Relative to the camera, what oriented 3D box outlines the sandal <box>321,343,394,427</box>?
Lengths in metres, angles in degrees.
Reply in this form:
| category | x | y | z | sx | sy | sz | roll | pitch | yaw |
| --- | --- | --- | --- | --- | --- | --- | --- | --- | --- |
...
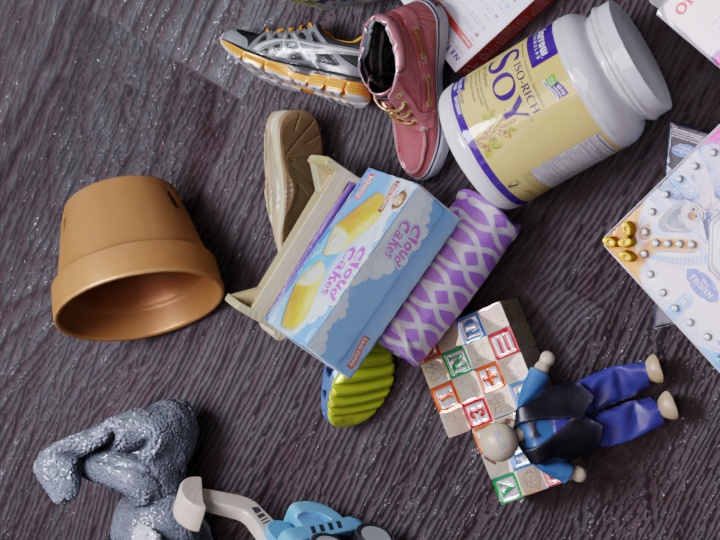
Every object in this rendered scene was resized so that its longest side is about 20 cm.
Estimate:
| category | x | y | z | sx | sy | sz | roll | pitch | yaw |
| --- | --- | --- | --- | --- | --- | --- | --- | --- | --- |
| sandal | -0.006 | 0.080 | 1.500 | 0.087 | 0.079 | 0.201 | 37 | 117 | 53 |

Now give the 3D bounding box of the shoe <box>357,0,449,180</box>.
| category | x | y | z | sx | sy | sz | roll | pitch | yaw |
| --- | --- | --- | --- | --- | --- | --- | --- | --- | --- |
| shoe | 0.043 | -0.184 | 1.412 | 0.071 | 0.091 | 0.201 | 23 | 124 | 38 |

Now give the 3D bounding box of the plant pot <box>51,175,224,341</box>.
| category | x | y | z | sx | sy | sz | roll | pitch | yaw |
| --- | --- | --- | --- | --- | --- | --- | --- | --- | --- |
| plant pot | -0.270 | -0.018 | 1.560 | 0.199 | 0.200 | 0.141 | -26 | 66 | 25 |

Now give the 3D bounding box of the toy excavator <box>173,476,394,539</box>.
| category | x | y | z | sx | sy | sz | roll | pitch | yaw |
| --- | --- | --- | --- | --- | --- | --- | --- | --- | --- |
| toy excavator | -0.091 | 0.302 | 1.503 | 0.200 | 0.194 | 0.100 | 41 | 122 | 42 |

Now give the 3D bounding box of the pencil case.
| category | x | y | z | sx | sy | sz | roll | pitch | yaw |
| --- | --- | --- | --- | --- | --- | --- | --- | --- | --- |
| pencil case | 0.082 | 0.005 | 1.404 | 0.200 | 0.084 | 0.085 | -52 | 35 | -7 |

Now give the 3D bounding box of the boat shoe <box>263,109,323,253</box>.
| category | x | y | z | sx | sy | sz | roll | pitch | yaw |
| --- | --- | --- | --- | --- | --- | --- | --- | --- | --- |
| boat shoe | -0.075 | -0.084 | 1.525 | 0.064 | 0.071 | 0.201 | 13 | 107 | 60 |

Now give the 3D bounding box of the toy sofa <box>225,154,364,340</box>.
| category | x | y | z | sx | sy | sz | roll | pitch | yaw |
| --- | --- | --- | --- | --- | --- | --- | --- | --- | --- |
| toy sofa | -0.055 | -0.021 | 1.455 | 0.097 | 0.083 | 0.201 | 32 | 87 | -16 |

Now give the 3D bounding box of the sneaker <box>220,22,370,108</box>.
| category | x | y | z | sx | sy | sz | roll | pitch | yaw |
| --- | --- | --- | --- | --- | --- | --- | --- | --- | --- |
| sneaker | -0.067 | -0.245 | 1.506 | 0.199 | 0.078 | 0.078 | 20 | 88 | 20 |

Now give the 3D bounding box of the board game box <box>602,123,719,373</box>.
| category | x | y | z | sx | sy | sz | roll | pitch | yaw |
| --- | --- | --- | --- | --- | --- | --- | --- | --- | --- |
| board game box | 0.363 | -0.023 | 1.265 | 0.200 | 0.026 | 0.200 | -46 | 74 | 21 |

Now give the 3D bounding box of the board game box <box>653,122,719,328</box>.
| category | x | y | z | sx | sy | sz | roll | pitch | yaw |
| --- | --- | --- | --- | --- | --- | --- | --- | --- | --- |
| board game box | 0.373 | -0.021 | 1.308 | 0.199 | 0.062 | 0.201 | 22 | 103 | 23 |

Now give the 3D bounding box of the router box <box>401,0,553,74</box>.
| category | x | y | z | sx | sy | sz | roll | pitch | yaw |
| --- | --- | --- | --- | --- | --- | --- | --- | --- | --- |
| router box | 0.117 | -0.344 | 1.418 | 0.179 | 0.049 | 0.201 | -40 | 76 | 23 |

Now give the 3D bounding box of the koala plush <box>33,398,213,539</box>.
| category | x | y | z | sx | sy | sz | roll | pitch | yaw |
| --- | --- | --- | --- | --- | --- | --- | --- | --- | --- |
| koala plush | -0.250 | 0.272 | 1.573 | 0.183 | 0.177 | 0.201 | -27 | 78 | 15 |

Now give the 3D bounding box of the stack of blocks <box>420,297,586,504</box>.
| category | x | y | z | sx | sy | sz | roll | pitch | yaw |
| --- | --- | --- | --- | --- | --- | --- | --- | --- | --- |
| stack of blocks | 0.148 | 0.144 | 1.429 | 0.115 | 0.058 | 0.201 | -25 | 82 | 25 |

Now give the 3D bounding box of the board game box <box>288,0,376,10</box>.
| category | x | y | z | sx | sy | sz | roll | pitch | yaw |
| --- | --- | --- | --- | --- | --- | --- | --- | --- | --- |
| board game box | 0.020 | -0.306 | 1.365 | 0.199 | 0.134 | 0.029 | -6 | 91 | 27 |

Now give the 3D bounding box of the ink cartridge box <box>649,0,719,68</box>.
| category | x | y | z | sx | sy | sz | roll | pitch | yaw |
| --- | --- | --- | --- | --- | --- | --- | --- | --- | --- |
| ink cartridge box | 0.386 | -0.240 | 1.251 | 0.200 | 0.125 | 0.129 | 46 | 110 | 16 |

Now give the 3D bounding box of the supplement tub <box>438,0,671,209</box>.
| category | x | y | z | sx | sy | sz | roll | pitch | yaw |
| --- | --- | --- | --- | --- | --- | --- | --- | --- | --- |
| supplement tub | 0.195 | -0.166 | 1.338 | 0.199 | 0.145 | 0.146 | -30 | 81 | 24 |

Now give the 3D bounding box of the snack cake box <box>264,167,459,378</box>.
| category | x | y | z | sx | sy | sz | roll | pitch | yaw |
| --- | --- | --- | --- | --- | --- | --- | --- | --- | --- |
| snack cake box | 0.000 | 0.000 | 1.373 | 0.201 | 0.067 | 0.115 | -55 | 27 | -5 |

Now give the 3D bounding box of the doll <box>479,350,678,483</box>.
| category | x | y | z | sx | sy | sz | roll | pitch | yaw |
| --- | --- | --- | --- | --- | --- | --- | --- | --- | --- |
| doll | 0.215 | 0.146 | 1.355 | 0.199 | 0.048 | 0.137 | -19 | 85 | -5 |
